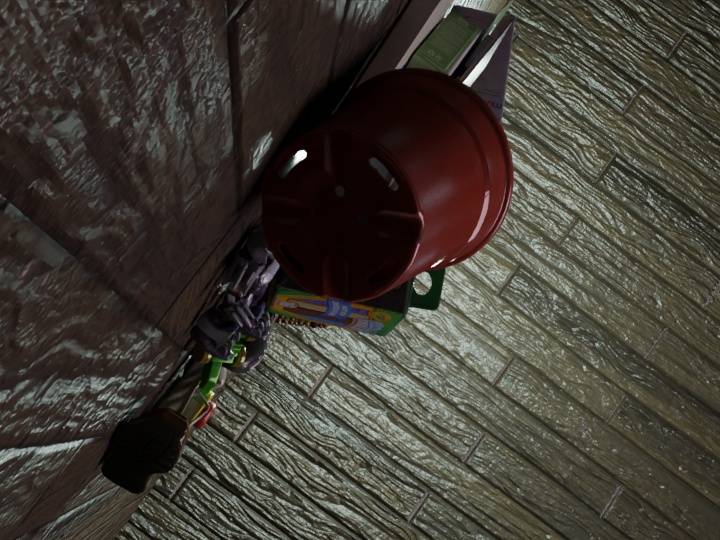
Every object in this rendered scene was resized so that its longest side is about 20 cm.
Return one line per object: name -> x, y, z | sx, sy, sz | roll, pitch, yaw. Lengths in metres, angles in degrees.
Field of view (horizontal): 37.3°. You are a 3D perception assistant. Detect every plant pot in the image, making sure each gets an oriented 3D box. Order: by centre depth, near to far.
plant pot -> 0.017, -0.071, 0.960 | 0.201, 0.201, 0.195 | -53, 172, 27

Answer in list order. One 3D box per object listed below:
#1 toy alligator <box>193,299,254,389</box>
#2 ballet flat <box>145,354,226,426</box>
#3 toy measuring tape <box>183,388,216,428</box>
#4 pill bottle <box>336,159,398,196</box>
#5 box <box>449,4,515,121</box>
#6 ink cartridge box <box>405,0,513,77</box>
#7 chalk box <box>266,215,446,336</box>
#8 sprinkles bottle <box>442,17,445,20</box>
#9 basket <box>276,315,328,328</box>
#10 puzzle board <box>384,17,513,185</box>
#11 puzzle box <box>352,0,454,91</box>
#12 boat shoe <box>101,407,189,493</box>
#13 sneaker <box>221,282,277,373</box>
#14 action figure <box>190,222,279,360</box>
toy alligator -> -0.154, 0.054, 1.273 | 0.200, 0.059, 0.054 | -61, -139, 25
ballet flat -> -0.212, 0.150, 1.391 | 0.200, 0.062, 0.067 | -54, -179, -25
toy measuring tape -> -0.254, 0.210, 1.449 | 0.200, 0.073, 0.074 | -54, 180, -36
pill bottle -> 0.015, -0.120, 1.376 | 0.112, 0.112, 0.200 | -53, -179, -1
box -> 0.139, -0.252, 1.539 | 0.200, 0.096, 0.177 | 128, -28, -73
ink cartridge box -> 0.091, -0.234, 1.207 | 0.200, 0.048, 0.146 | -54, -179, -39
chalk box -> 0.000, 0.000, 1.277 | 0.124, 0.199, 0.125 | 128, -25, -71
sprinkles bottle -> 0.081, -0.246, 1.396 | 0.068, 0.068, 0.200 | -53, 180, -29
basket -> -0.104, 0.000, 1.678 | 0.200, 0.148, 0.144 | -53, 147, -76
puzzle board -> 0.093, -0.188, 1.211 | 0.200, 0.017, 0.151 | -52, 178, -11
puzzle box -> 0.047, -0.235, 1.097 | 0.200, 0.025, 0.133 | -54, -179, 28
boat shoe -> -0.245, 0.194, 1.240 | 0.200, 0.076, 0.074 | -40, -164, 52
sneaker -> -0.129, 0.032, 1.378 | 0.116, 0.075, 0.200 | -60, -174, 39
action figure -> -0.114, 0.018, 1.127 | 0.130, 0.069, 0.200 | -47, 173, -38
